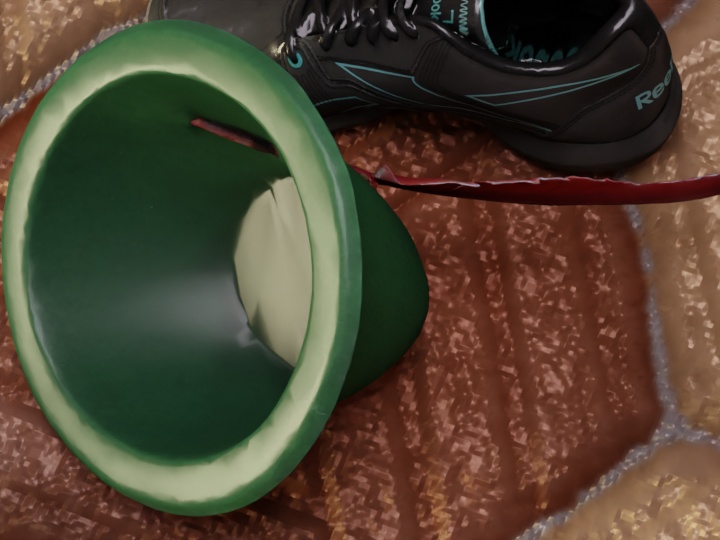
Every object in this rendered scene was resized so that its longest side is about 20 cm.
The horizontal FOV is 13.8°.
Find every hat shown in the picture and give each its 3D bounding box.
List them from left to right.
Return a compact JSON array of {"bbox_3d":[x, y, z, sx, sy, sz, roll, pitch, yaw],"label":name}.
[{"bbox_3d":[0.000,0.000,1.056,0.200,0.176,0.166,27,110,38],"label":"hat"}]

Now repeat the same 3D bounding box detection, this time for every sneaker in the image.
[{"bbox_3d":[0.018,-0.090,1.068,0.199,0.079,0.076,7,66,10],"label":"sneaker"}]
